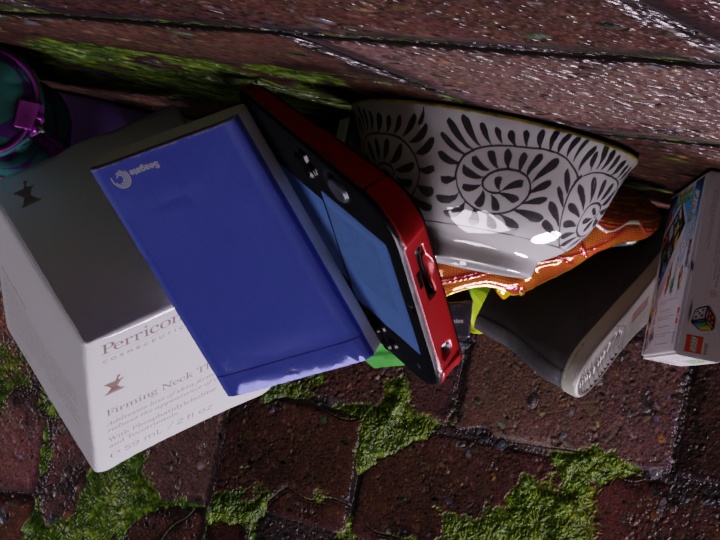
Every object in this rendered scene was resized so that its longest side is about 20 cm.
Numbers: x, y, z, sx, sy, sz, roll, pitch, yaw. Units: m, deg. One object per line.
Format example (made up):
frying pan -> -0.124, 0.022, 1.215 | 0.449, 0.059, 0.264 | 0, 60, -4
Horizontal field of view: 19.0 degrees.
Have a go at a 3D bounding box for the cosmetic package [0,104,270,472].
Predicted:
cosmetic package -> -0.177, 0.016, 1.681 | 0.167, 0.167, 0.201 | -25, 151, -19

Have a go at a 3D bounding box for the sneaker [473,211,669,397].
sneaker -> 0.180, 0.000, 1.676 | 0.106, 0.200, 0.075 | 32, 145, 21

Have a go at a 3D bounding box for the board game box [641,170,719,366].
board game box -> 0.237, 0.003, 1.534 | 0.034, 0.127, 0.200 | 11, 178, 2

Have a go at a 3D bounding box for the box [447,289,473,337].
box -> 0.000, 0.000, 1.677 | 0.142, 0.036, 0.200 | -2, -158, -8

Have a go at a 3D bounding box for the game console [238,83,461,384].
game console -> -0.008, -0.021, 1.481 | 0.177, 0.031, 0.201 | 36, 157, 35

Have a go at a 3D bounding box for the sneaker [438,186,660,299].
sneaker -> 0.127, -0.022, 1.597 | 0.198, 0.078, 0.073 | -9, -146, -15

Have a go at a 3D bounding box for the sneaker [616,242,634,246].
sneaker -> 0.151, -0.021, 1.814 | 0.077, 0.087, 0.199 | 14, 176, -33

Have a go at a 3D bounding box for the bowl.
bowl -> 0.082, -0.049, 1.467 | 0.199, 0.095, 0.201 | 12, 177, 1

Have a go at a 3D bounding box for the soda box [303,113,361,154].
soda box -> 0.041, -0.061, 1.613 | 0.199, 0.071, 0.063 | 14, 175, -39

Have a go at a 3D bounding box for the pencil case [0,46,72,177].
pencil case -> -0.270, -0.116, 1.636 | 0.092, 0.085, 0.200 | 30, 178, 1

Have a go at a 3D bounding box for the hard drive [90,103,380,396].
hard drive -> -0.088, -0.010, 1.514 | 0.131, 0.201, 0.025 | -16, -156, 32

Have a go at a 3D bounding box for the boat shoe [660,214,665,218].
boat shoe -> 0.277, -0.006, 1.846 | 0.073, 0.063, 0.200 | 9, 177, 26

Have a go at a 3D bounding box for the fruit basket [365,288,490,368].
fruit basket -> 0.078, 0.022, 2.012 | 0.214, 0.156, 0.216 | 21, 169, 4

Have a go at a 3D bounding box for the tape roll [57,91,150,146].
tape roll -> -0.246, -0.110, 1.878 | 0.199, 0.066, 0.200 | 12, 177, 1
